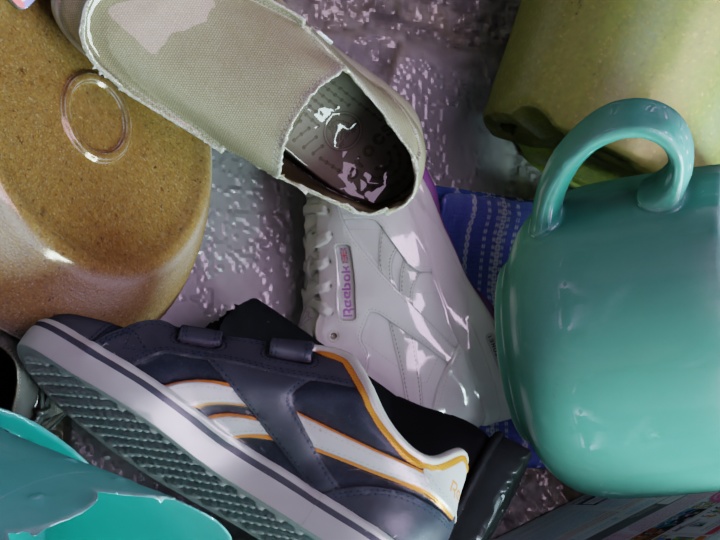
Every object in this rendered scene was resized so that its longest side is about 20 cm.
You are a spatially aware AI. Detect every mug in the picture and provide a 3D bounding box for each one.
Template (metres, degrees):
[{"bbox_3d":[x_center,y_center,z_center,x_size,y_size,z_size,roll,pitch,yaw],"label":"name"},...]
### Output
[{"bbox_3d":[0.127,0.017,1.107,0.152,0.114,0.185,0,82,-74],"label":"mug"}]

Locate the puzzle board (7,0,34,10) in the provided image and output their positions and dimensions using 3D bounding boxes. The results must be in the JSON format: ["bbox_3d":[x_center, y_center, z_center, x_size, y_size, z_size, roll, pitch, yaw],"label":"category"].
[{"bbox_3d":[-0.166,-0.233,0.992,0.200,0.017,0.151,44,72,-13],"label":"puzzle board"}]

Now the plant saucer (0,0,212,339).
[{"bbox_3d":[-0.129,-0.065,1.036,0.200,0.035,0.200,22,60,-44],"label":"plant saucer"}]

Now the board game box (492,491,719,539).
[{"bbox_3d":[0.150,0.156,1.145,0.148,0.200,0.064,-22,99,-33],"label":"board game box"}]

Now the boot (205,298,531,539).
[{"bbox_3d":[-0.036,0.118,1.050,0.168,0.076,0.200,26,56,10],"label":"boot"}]

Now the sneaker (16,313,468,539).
[{"bbox_3d":[-0.047,0.063,0.994,0.200,0.078,0.079,32,69,6],"label":"sneaker"}]

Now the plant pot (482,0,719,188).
[{"bbox_3d":[0.160,-0.129,1.195,0.200,0.200,0.184,29,82,-29],"label":"plant pot"}]

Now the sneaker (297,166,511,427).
[{"bbox_3d":[0.000,0.000,1.132,0.100,0.075,0.200,-28,92,-10],"label":"sneaker"}]

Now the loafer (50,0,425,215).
[{"bbox_3d":[-0.044,-0.085,1.028,0.200,0.068,0.076,27,100,-28],"label":"loafer"}]

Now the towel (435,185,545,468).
[{"bbox_3d":[0.110,0.034,1.234,0.200,0.024,0.145,5,84,-34],"label":"towel"}]

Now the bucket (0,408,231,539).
[{"bbox_3d":[-0.153,0.159,0.943,0.207,0.135,0.207,-25,125,-42],"label":"bucket"}]

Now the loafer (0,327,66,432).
[{"bbox_3d":[-0.171,0.056,1.019,0.200,0.063,0.072,-33,103,-31],"label":"loafer"}]
